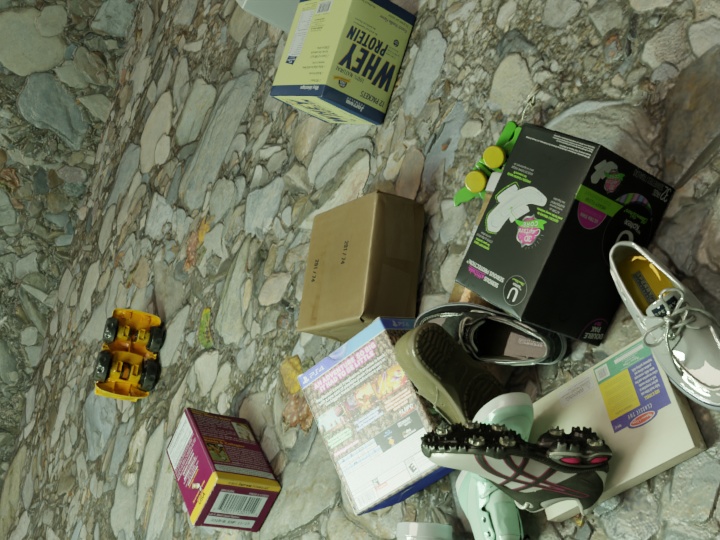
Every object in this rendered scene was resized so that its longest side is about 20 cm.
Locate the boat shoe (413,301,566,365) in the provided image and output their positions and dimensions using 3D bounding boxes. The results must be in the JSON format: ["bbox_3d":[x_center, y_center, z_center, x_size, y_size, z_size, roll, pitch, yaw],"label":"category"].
[{"bbox_3d":[0.148,0.075,1.022,0.198,0.071,0.073,2,87,30],"label":"boat shoe"}]

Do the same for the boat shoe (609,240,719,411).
[{"bbox_3d":[0.310,0.045,0.837,0.074,0.086,0.203,-35,53,16],"label":"boat shoe"}]

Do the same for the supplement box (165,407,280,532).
[{"bbox_3d":[-0.243,0.345,1.463,0.104,0.130,0.200,-61,35,15],"label":"supplement box"}]

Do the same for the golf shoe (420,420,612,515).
[{"bbox_3d":[0.159,0.207,0.872,0.077,0.197,0.089,-72,-14,-80],"label":"golf shoe"}]

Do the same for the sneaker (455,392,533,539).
[{"bbox_3d":[0.167,0.236,0.946,0.119,0.073,0.202,-109,22,-48],"label":"sneaker"}]

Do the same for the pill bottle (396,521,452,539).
[{"bbox_3d":[0.073,0.408,1.005,0.110,0.110,0.202,-20,59,49],"label":"pill bottle"}]

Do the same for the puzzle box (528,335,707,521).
[{"bbox_3d":[0.265,0.174,0.916,0.200,0.025,0.134,-41,44,37],"label":"puzzle box"}]

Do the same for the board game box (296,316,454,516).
[{"bbox_3d":[0.036,0.187,1.097,0.159,0.096,0.201,-37,67,27],"label":"board game box"}]

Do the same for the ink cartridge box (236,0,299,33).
[{"bbox_3d":[-0.189,-0.629,1.816,0.146,0.144,0.201,-57,37,21],"label":"ink cartridge box"}]

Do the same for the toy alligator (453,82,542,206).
[{"bbox_3d":[0.200,-0.154,1.138,0.054,0.059,0.201,40,113,10],"label":"toy alligator"}]

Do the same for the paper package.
[{"bbox_3d":[0.000,0.000,1.302,0.190,0.103,0.202,-16,63,52],"label":"paper package"}]

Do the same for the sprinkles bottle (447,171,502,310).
[{"bbox_3d":[0.171,-0.025,1.102,0.068,0.068,0.202,23,95,56],"label":"sprinkles bottle"}]

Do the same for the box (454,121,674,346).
[{"bbox_3d":[0.229,-0.039,0.954,0.124,0.148,0.202,35,103,53],"label":"box"}]

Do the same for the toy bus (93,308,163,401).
[{"bbox_3d":[-0.554,0.211,1.984,0.192,0.134,0.202,141,138,-61],"label":"toy bus"}]

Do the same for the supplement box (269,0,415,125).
[{"bbox_3d":[-0.036,-0.379,1.494,0.199,0.133,0.202,17,89,56],"label":"supplement box"}]

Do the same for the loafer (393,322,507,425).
[{"bbox_3d":[0.112,0.137,1.014,0.076,0.201,0.067,-47,24,-24],"label":"loafer"}]
